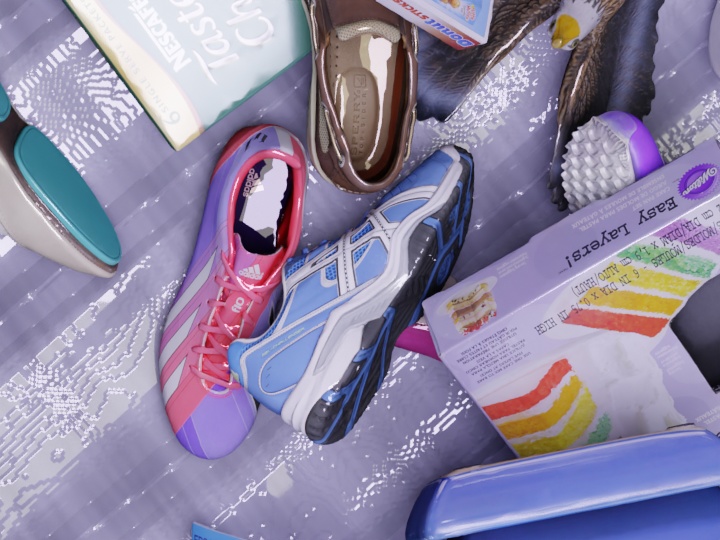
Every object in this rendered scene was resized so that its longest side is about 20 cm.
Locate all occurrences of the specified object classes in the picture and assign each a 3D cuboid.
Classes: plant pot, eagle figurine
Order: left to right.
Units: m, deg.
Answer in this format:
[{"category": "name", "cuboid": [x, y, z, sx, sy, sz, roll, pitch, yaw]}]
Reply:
[{"category": "eagle figurine", "cuboid": [0.123, -0.151, 1.417, 0.150, 0.200, 0.152, -12, 63, -41]}, {"category": "plant pot", "cuboid": [0.124, 0.185, 1.328, 0.199, 0.200, 0.181, -11, 84, -3]}]

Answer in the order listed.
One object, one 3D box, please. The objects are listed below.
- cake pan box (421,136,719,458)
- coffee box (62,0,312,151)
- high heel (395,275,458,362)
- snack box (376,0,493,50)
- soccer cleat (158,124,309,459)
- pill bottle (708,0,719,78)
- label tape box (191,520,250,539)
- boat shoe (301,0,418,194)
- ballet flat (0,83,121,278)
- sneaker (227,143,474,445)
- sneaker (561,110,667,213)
[{"category": "cake pan box", "cuboid": [0.163, 0.040, 1.398, 0.199, 0.052, 0.184, -29, 131, 9]}, {"category": "coffee box", "cuboid": [-0.062, -0.173, 1.412, 0.200, 0.044, 0.123, -35, 105, -2]}, {"category": "high heel", "cuboid": [0.058, 0.056, 1.470, 0.199, 0.068, 0.097, 14, 124, 1]}, {"category": "snack box", "cuboid": [0.055, -0.228, 1.376, 0.072, 0.024, 0.201, 26, 66, -43]}, {"category": "soccer cleat", "cuboid": [-0.072, 0.014, 1.426, 0.066, 0.076, 0.201, 12, 97, -11]}, {"category": "pill bottle", "cuboid": [0.314, -0.125, 1.447, 0.199, 0.111, 0.112, 22, 96, -15]}, {"category": "label tape box", "cuboid": [-0.029, 0.247, 1.435, 0.066, 0.143, 0.201, -12, 102, -38]}, {"category": "boat shoe", "cuboid": [0.005, -0.141, 1.370, 0.074, 0.075, 0.204, -8, 104, -10]}, {"category": "ballet flat", "cuboid": [-0.212, -0.069, 1.402, 0.069, 0.069, 0.200, -34, 101, -2]}, {"category": "sneaker", "cuboid": [0.000, 0.000, 1.392, 0.077, 0.076, 0.200, 25, 61, 20]}, {"category": "sneaker", "cuboid": [0.184, -0.030, 1.445, 0.099, 0.070, 0.201, -32, 135, -12]}]
